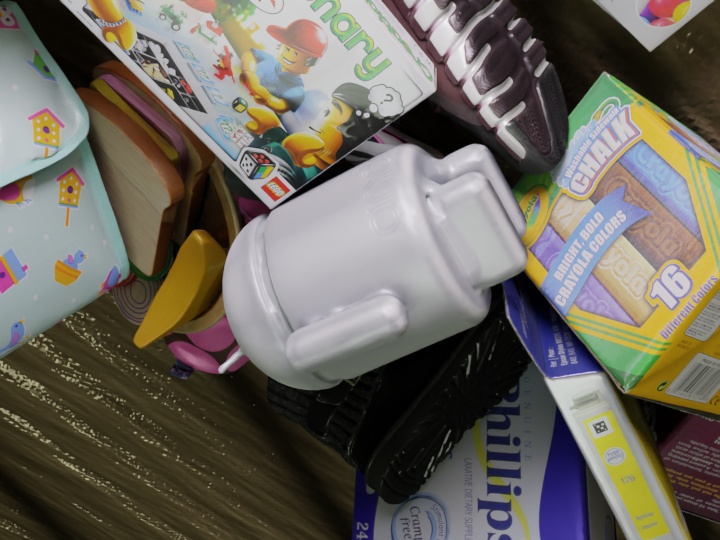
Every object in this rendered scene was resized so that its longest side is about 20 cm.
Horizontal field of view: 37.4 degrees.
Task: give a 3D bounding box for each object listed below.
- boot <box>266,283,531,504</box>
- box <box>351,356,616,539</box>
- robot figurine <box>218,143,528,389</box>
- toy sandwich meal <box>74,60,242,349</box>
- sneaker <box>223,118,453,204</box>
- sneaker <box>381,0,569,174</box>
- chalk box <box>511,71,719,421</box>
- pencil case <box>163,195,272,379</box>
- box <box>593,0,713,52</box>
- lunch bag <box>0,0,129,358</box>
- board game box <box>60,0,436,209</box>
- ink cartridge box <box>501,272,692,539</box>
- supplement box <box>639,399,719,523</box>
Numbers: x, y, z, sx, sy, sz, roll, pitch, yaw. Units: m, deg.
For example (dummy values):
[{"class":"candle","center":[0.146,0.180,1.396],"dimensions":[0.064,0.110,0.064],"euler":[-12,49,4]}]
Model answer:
[{"class":"boot","center":[0.032,0.065,0.858],"dimensions":[0.157,0.211,0.080],"euler":[37,168,40]},{"class":"box","center":[0.102,0.177,0.876],"dimensions":[0.198,0.186,0.105],"euler":[-11,148,23]},{"class":"robot figurine","center":[0.000,0.000,0.635],"dimensions":[0.198,0.170,0.114],"euler":[-25,109,19]},{"class":"toy sandwich meal","center":[-0.161,-0.039,0.753],"dimensions":[0.203,0.070,0.208],"euler":[19,122,33]},{"class":"sneaker","center":[0.002,-0.088,0.716],"dimensions":[0.198,0.087,0.080],"euler":[13,146,-34]},{"class":"sneaker","center":[0.035,-0.131,0.653],"dimensions":[0.115,0.076,0.201],"euler":[-29,100,48]},{"class":"chalk box","center":[0.176,-0.027,0.660],"dimensions":[0.124,0.201,0.124],"euler":[17,119,-42]},{"class":"pencil case","center":[-0.095,0.000,0.825],"dimensions":[0.093,0.091,0.201],"euler":[26,134,-10]},{"class":"box","center":[0.142,-0.229,0.556],"dimensions":[0.199,0.041,0.156],"euler":[33,134,-19]},{"class":"lunch bag","center":[-0.254,-0.050,0.659],"dimensions":[0.121,0.170,0.202],"euler":[19,129,37]},{"class":"board game box","center":[-0.067,-0.138,0.571],"dimensions":[0.126,0.035,0.200],"euler":[-33,119,24]},{"class":"ink cartridge box","center":[0.151,0.061,0.713],"dimensions":[0.047,0.198,0.202],"euler":[-22,111,14]},{"class":"supplement box","center":[0.280,0.075,0.779],"dimensions":[0.102,0.132,0.201],"euler":[18,137,-4]}]
